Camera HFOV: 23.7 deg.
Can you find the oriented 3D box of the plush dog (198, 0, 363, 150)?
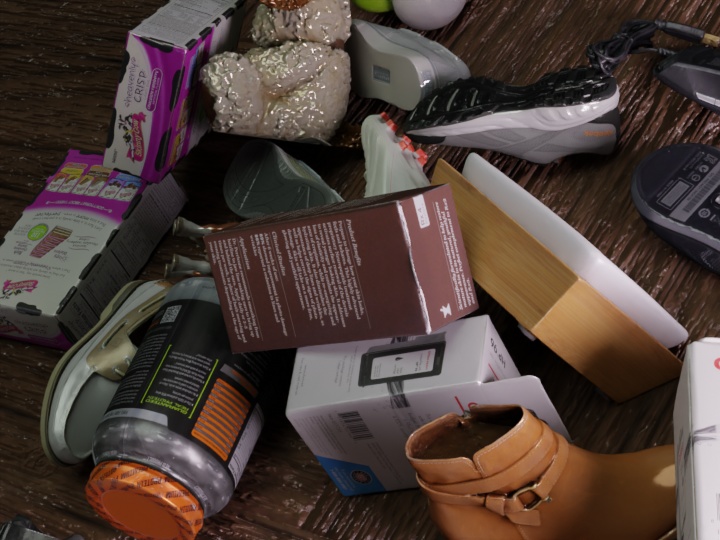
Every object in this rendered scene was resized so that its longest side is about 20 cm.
[{"bbox_3d":[-0.055,-0.208,1.615,0.159,0.200,0.173,8,94,8],"label":"plush dog"}]

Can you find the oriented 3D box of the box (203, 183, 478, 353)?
[{"bbox_3d":[-0.017,0.000,1.300,0.199,0.101,0.075,-7,10,41],"label":"box"}]

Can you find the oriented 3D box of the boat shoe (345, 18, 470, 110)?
[{"bbox_3d":[0.040,-0.202,1.645,0.068,0.072,0.200,-9,16,-24],"label":"boat shoe"}]

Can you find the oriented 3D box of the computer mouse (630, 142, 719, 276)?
[{"bbox_3d":[0.293,-0.026,1.328,0.138,0.053,0.200,-41,54,-14],"label":"computer mouse"}]

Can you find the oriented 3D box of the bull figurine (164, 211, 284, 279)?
[{"bbox_3d":[-0.101,-0.014,1.469,0.121,0.200,0.066,9,81,-9],"label":"bull figurine"}]

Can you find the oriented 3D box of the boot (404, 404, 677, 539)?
[{"bbox_3d":[0.139,0.137,1.175,0.199,0.155,0.074,-24,41,9],"label":"boot"}]

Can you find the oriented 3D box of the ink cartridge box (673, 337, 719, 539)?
[{"bbox_3d":[0.279,0.149,1.098,0.146,0.083,0.201,5,47,4],"label":"ink cartridge box"}]

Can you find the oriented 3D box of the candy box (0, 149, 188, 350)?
[{"bbox_3d":[-0.276,-0.022,1.663,0.136,0.061,0.200,9,54,37],"label":"candy box"}]

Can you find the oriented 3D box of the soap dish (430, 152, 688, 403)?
[{"bbox_3d":[0.143,0.007,1.313,0.081,0.157,0.200,-49,41,5],"label":"soap dish"}]

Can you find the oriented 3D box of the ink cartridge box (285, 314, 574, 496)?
[{"bbox_3d":[0.059,0.101,1.291,0.199,0.116,0.068,-10,46,23],"label":"ink cartridge box"}]

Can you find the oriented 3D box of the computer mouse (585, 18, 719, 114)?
[{"bbox_3d":[0.299,-0.167,1.460,0.199,0.046,0.140,14,26,19],"label":"computer mouse"}]

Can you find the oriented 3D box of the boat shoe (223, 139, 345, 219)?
[{"bbox_3d":[-0.062,-0.063,1.580,0.202,0.065,0.075,30,88,52],"label":"boat shoe"}]

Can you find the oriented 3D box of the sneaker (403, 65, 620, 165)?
[{"bbox_3d":[0.131,-0.124,1.492,0.199,0.080,0.074,-1,39,25],"label":"sneaker"}]

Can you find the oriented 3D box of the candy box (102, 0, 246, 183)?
[{"bbox_3d":[-0.176,-0.183,1.641,0.061,0.137,0.200,18,24,6],"label":"candy box"}]

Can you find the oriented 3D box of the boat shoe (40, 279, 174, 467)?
[{"bbox_3d":[-0.211,0.085,1.507,0.068,0.075,0.201,-4,47,37],"label":"boat shoe"}]

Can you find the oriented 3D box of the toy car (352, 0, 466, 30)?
[{"bbox_3d":[0.059,-0.349,1.712,0.200,0.150,0.175,-38,41,-8],"label":"toy car"}]

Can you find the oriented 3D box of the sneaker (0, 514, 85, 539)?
[{"bbox_3d":[-0.300,0.256,1.388,0.199,0.077,0.112,-4,53,23],"label":"sneaker"}]

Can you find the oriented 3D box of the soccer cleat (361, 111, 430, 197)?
[{"bbox_3d":[0.028,-0.071,1.522,0.077,0.069,0.200,-40,38,12],"label":"soccer cleat"}]

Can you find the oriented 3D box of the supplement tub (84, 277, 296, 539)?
[{"bbox_3d":[-0.140,0.115,1.396,0.122,0.123,0.201,0,50,32],"label":"supplement tub"}]
